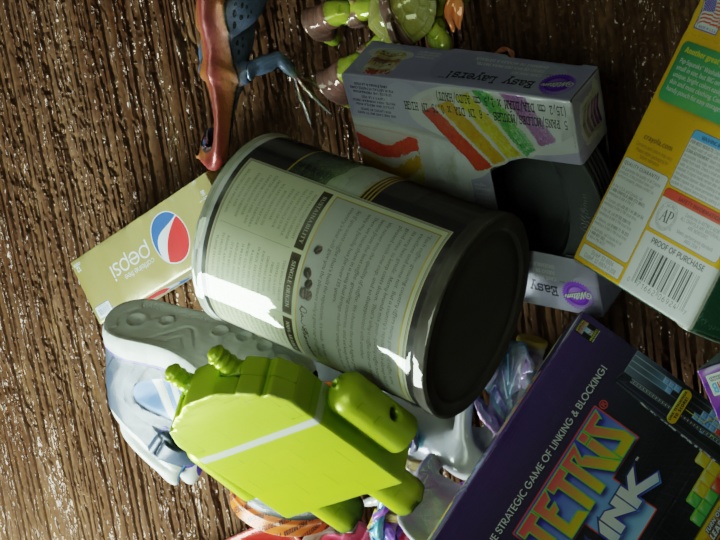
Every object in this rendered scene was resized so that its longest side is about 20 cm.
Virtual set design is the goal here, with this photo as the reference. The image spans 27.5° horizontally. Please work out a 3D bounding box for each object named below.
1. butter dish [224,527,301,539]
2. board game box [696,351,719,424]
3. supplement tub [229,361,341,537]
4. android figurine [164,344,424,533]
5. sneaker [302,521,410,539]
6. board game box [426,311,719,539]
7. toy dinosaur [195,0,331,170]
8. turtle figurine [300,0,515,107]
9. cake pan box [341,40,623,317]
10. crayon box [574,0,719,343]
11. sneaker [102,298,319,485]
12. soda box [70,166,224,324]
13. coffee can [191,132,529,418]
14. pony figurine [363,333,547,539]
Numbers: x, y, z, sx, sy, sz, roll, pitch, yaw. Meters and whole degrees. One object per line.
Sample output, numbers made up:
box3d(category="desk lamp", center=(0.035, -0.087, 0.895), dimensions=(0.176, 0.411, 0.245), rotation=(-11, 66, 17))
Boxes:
box3d(category="butter dish", center=(-0.114, 0.356, 1.321), dimensions=(0.199, 0.147, 0.202), rotation=(-30, 87, 39))
box3d(category="board game box", center=(0.321, 0.128, 0.963), dimensions=(0.104, 0.103, 0.202), rotation=(-24, 90, 38))
box3d(category="supplement tub", center=(-0.050, 0.109, 1.212), dimensions=(0.122, 0.122, 0.203), rotation=(23, 118, 28))
box3d(category="android figurine", center=(-0.051, 0.118, 1.035), dimensions=(0.181, 0.041, 0.199), rotation=(-25, 128, 40))
box3d(category="sneaker", center=(0.041, 0.268, 1.242), dimensions=(0.198, 0.079, 0.096), rotation=(5, 129, 35))
box3d(category="board game box", center=(0.164, 0.158, 1.019), dimensions=(0.164, 0.201, 0.057), rotation=(34, 166, 4))
box3d(category="toy dinosaur", center=(-0.116, -0.179, 1.159), dimensions=(0.104, 0.199, 0.184), rotation=(10, 79, 48))
box3d(category="turtle figurine", center=(0.033, -0.181, 1.096), dimensions=(0.160, 0.064, 0.202), rotation=(-24, 90, 38))
box3d(category="cake pan box", center=(0.094, -0.066, 1.062), dimensions=(0.198, 0.052, 0.186), rotation=(13, 135, 32))
box3d(category="crayon box", center=(0.231, -0.068, 0.940), dimensions=(0.126, 0.051, 0.202), rotation=(38, 106, 55))
box3d(category="sneaker", center=(-0.113, 0.112, 1.148), dimensions=(0.198, 0.081, 0.148), rotation=(17, 130, 26))
box3d(category="soda box", center=(-0.162, -0.024, 1.284), dimensions=(0.199, 0.067, 0.065), rotation=(-28, 88, 38))
box3d(category="coffee can", center=(0.000, 0.000, 1.045), dimensions=(0.198, 0.146, 0.148), rotation=(21, 116, 27))
box3d(category="pony figurine", center=(0.080, 0.141, 1.127), dimensions=(0.192, 0.165, 0.203), rotation=(21, 105, 41))
